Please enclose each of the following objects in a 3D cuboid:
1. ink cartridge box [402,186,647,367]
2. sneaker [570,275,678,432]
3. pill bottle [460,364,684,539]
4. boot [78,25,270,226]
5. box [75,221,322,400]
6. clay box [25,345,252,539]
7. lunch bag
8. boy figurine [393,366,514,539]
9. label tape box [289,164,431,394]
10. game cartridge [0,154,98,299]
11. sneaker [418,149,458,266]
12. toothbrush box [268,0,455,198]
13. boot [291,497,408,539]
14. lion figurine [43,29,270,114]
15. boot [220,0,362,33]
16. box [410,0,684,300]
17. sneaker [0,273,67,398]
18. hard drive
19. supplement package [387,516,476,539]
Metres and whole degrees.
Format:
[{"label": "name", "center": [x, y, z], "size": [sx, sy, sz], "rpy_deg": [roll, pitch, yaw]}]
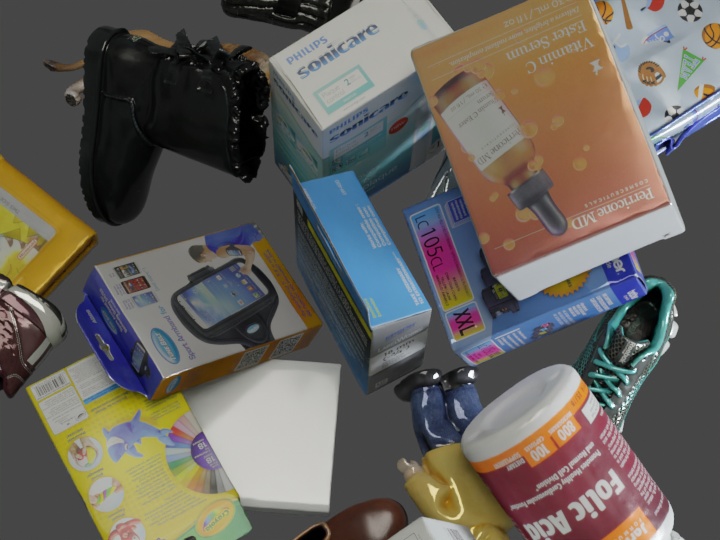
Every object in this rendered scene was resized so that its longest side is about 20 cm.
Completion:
[{"label": "ink cartridge box", "center": [0.153, -0.023, 1.451], "size": [0.199, 0.076, 0.137], "rpy_deg": [-23, 74, 9]}, {"label": "sneaker", "center": [0.211, 0.084, 1.471], "size": [0.077, 0.091, 0.201], "rpy_deg": [27, 70, 10]}, {"label": "pill bottle", "center": [0.180, 0.187, 1.387], "size": [0.114, 0.114, 0.201], "rpy_deg": [-38, 97, -15]}, {"label": "boot", "center": [-0.158, -0.113, 1.483], "size": [0.161, 0.200, 0.073], "rpy_deg": [16, 30, 24]}, {"label": "box", "center": [-0.141, 0.034, 1.465], "size": [0.199, 0.042, 0.119], "rpy_deg": [-17, 64, -42]}, {"label": "clay box", "center": [-0.182, 0.160, 1.430], "size": [0.114, 0.048, 0.201], "rpy_deg": [-27, 70, -12]}, {"label": "lunch bag", "center": [0.270, -0.188, 1.595], "size": [0.199, 0.076, 0.161], "rpy_deg": [-33, 74, -14]}, {"label": "boy figurine", "center": [0.092, 0.181, 1.444], "size": [0.124, 0.064, 0.201], "rpy_deg": [-3, 69, -31]}, {"label": "label tape box", "center": [0.000, 0.000, 1.444], "size": [0.063, 0.200, 0.145], "rpy_deg": [-25, 70, -11]}, {"label": "game cartridge", "center": [-0.365, -0.027, 1.541], "size": [0.200, 0.032, 0.176], "rpy_deg": [37, 72, 12]}, {"label": "sneaker", "center": [0.105, -0.086, 1.555], "size": [0.073, 0.071, 0.201], "rpy_deg": [21, 86, 2]}, {"label": "toothbrush box", "center": [0.003, -0.144, 1.504], "size": [0.146, 0.200, 0.085], "rpy_deg": [-33, 71, -14]}, {"label": "boot", "center": [-0.038, 0.221, 1.352], "size": [0.187, 0.200, 0.069], "rpy_deg": [-28, 70, -12]}, {"label": "lion figurine", "center": [-0.180, -0.185, 1.588], "size": [0.199, 0.073, 0.123], "rpy_deg": [26, 53, 16]}, {"label": "boot", "center": [-0.032, -0.316, 1.639], "size": [0.157, 0.080, 0.212], "rpy_deg": [19, 69, 7]}, {"label": "box", "center": [0.150, -0.102, 1.371], "size": [0.151, 0.106, 0.201], "rpy_deg": [-23, 74, 11]}, {"label": "sneaker", "center": [-0.357, 0.041, 1.460], "size": [0.199, 0.076, 0.116], "rpy_deg": [28, 73, 10]}, {"label": "hard drive", "center": [-0.120, 0.138, 1.479], "size": [0.198, 0.026, 0.133], "rpy_deg": [4, 68, 1]}, {"label": "supplement package", "center": [0.023, 0.308, 1.313], "size": [0.199, 0.152, 0.151], "rpy_deg": [-36, 71, 8]}]
